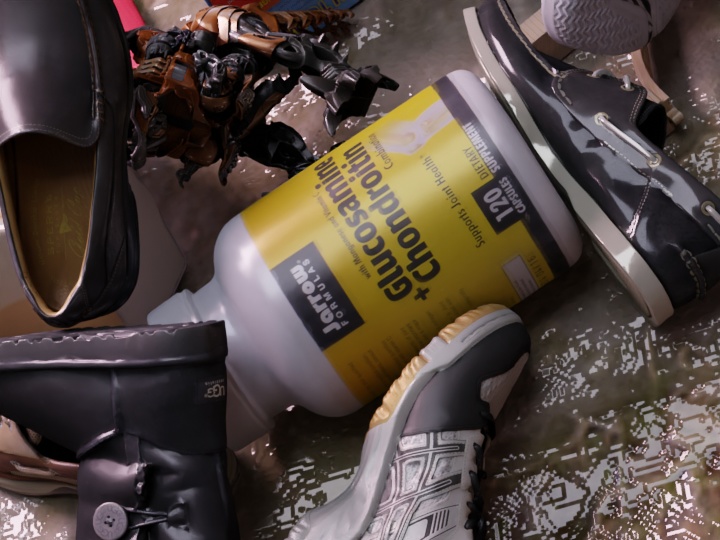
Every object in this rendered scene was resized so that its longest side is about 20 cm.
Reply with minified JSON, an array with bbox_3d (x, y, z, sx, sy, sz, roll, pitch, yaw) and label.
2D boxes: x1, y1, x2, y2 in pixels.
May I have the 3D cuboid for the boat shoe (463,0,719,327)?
[{"bbox_3d":[0.116,-0.064,1.227,0.067,0.072,0.200,-35,58,2],"label":"boat shoe"}]

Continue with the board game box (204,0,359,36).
[{"bbox_3d":[-0.027,-0.235,1.353,0.199,0.196,0.056,-35,48,0],"label":"board game box"}]

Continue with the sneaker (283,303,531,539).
[{"bbox_3d":[0.034,0.112,1.172,0.087,0.076,0.201,29,76,21],"label":"sneaker"}]

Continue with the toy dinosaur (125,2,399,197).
[{"bbox_3d":[-0.059,-0.100,1.313,0.135,0.102,0.200,32,59,16],"label":"toy dinosaur"}]

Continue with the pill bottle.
[{"bbox_3d":[0.000,0.000,1.229,0.199,0.112,0.112,-34,49,2],"label":"pill bottle"}]

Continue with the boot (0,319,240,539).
[{"bbox_3d":[-0.125,0.129,1.189,0.164,0.065,0.202,-3,93,36],"label":"boot"}]

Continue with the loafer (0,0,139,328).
[{"bbox_3d":[-0.145,-0.072,1.203,0.072,0.202,0.072,-10,8,8],"label":"loafer"}]

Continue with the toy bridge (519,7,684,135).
[{"bbox_3d":[0.109,-0.132,1.321,0.067,0.027,0.200,-39,50,-3],"label":"toy bridge"}]

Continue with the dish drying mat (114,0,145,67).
[{"bbox_3d":[-0.176,-0.159,1.496,0.077,0.018,0.201,-34,50,5],"label":"dish drying mat"}]

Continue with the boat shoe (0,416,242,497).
[{"bbox_3d":[-0.150,0.074,1.281,0.199,0.072,0.076,12,64,33],"label":"boat shoe"}]

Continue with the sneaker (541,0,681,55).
[{"bbox_3d":[0.115,-0.175,1.279,0.114,0.076,0.200,16,39,28],"label":"sneaker"}]

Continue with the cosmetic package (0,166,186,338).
[{"bbox_3d":[-0.205,-0.009,1.344,0.199,0.106,0.071,-3,46,27],"label":"cosmetic package"}]
